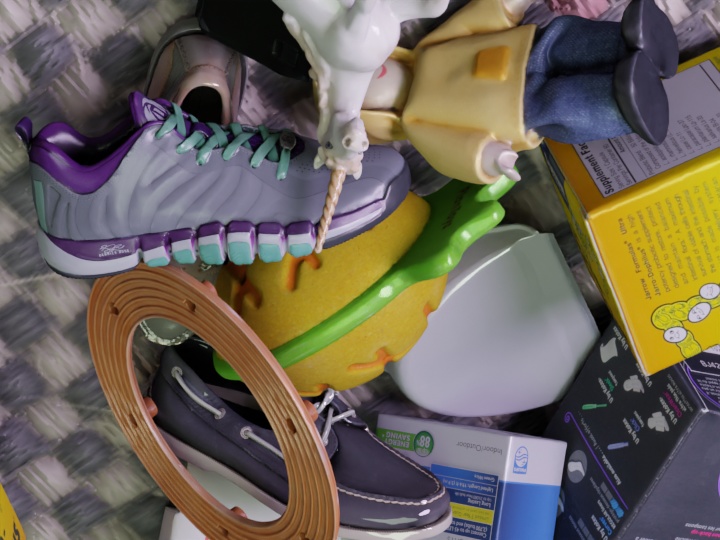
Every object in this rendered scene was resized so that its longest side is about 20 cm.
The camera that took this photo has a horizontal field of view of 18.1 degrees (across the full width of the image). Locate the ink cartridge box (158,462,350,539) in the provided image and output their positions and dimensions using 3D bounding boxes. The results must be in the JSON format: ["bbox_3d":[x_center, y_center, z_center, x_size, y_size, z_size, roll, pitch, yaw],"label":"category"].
[{"bbox_3d":[-0.070,0.211,1.365,0.114,0.068,0.201,11,85,-10],"label":"ink cartridge box"}]

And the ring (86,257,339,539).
[{"bbox_3d":[-0.078,0.079,1.226,0.019,0.200,0.201,-35,128,-31],"label":"ring"}]

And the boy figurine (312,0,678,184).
[{"bbox_3d":[0.067,-0.103,1.188,0.199,0.125,0.064,0,154,29],"label":"boy figurine"}]

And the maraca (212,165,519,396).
[{"bbox_3d":[0.000,0.000,1.223,0.199,0.137,0.107,-29,111,27],"label":"maraca"}]

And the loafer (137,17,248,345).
[{"bbox_3d":[-0.101,-0.038,1.241,0.071,0.063,0.201,6,121,-8],"label":"loafer"}]

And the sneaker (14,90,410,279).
[{"bbox_3d":[-0.076,-0.053,1.157,0.199,0.075,0.088,-10,120,4],"label":"sneaker"}]

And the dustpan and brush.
[{"bbox_3d":[0.034,0.046,1.315,0.199,0.057,0.140,-26,132,5],"label":"dustpan and brush"}]

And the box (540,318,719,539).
[{"bbox_3d":[0.175,0.130,1.322,0.122,0.106,0.201,12,121,-31],"label":"box"}]

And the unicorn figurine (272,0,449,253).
[{"bbox_3d":[-0.017,-0.133,1.096,0.201,0.074,0.137,59,145,6],"label":"unicorn figurine"}]

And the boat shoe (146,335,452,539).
[{"bbox_3d":[-0.036,0.094,1.285,0.199,0.073,0.063,21,119,23],"label":"boat shoe"}]

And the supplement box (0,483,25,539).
[{"bbox_3d":[-0.295,0.168,1.233,0.199,0.109,0.110,-15,125,6],"label":"supplement box"}]

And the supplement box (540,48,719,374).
[{"bbox_3d":[0.212,-0.050,1.203,0.199,0.109,0.110,-23,120,2],"label":"supplement box"}]

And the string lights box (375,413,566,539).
[{"bbox_3d":[0.051,0.190,1.311,0.059,0.102,0.201,11,86,-49],"label":"string lights box"}]

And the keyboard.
[{"bbox_3d":[-0.018,-0.182,1.129,0.104,0.040,0.201,31,135,12],"label":"keyboard"}]
